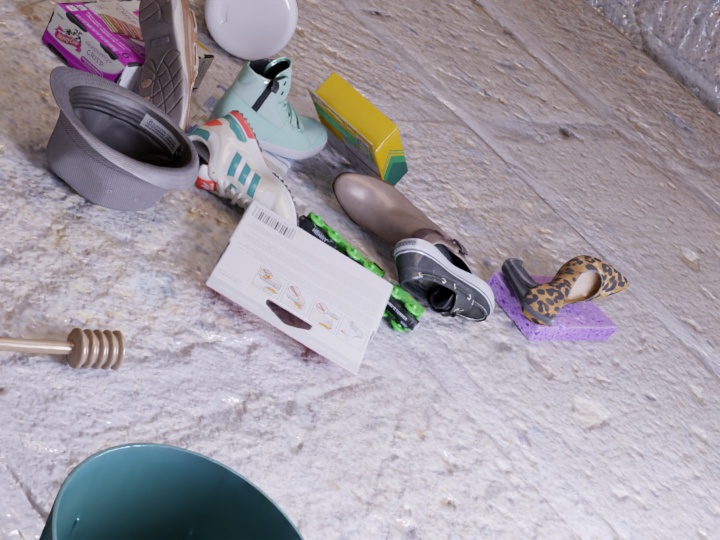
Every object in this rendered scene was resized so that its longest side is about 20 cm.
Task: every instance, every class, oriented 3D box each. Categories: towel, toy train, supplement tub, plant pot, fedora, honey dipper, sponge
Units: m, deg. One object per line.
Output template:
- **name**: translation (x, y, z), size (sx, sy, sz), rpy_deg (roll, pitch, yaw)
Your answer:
- **towel**: translation (-0.157, -0.174, 1.680), size (0.146, 0.024, 0.201), rpy_deg (34, 29, -7)
- **toy train**: translation (0.000, 0.000, 1.543), size (0.200, 0.042, 0.056), rpy_deg (43, 17, 5)
- **supplement tub**: translation (-0.164, -0.430, 1.954), size (0.144, 0.146, 0.201), rpy_deg (26, 28, -15)
- **plant pot**: translation (-0.147, 0.247, 0.850), size (0.198, 0.162, 0.202), rpy_deg (27, 27, -15)
- **fedora**: translation (-0.279, -0.133, 1.399), size (0.198, 0.091, 0.178), rpy_deg (16, 33, -45)
- **honey dipper**: translation (-0.305, 0.067, 1.114), size (0.198, 0.038, 0.038), rpy_deg (5, 38, -37)
- **sponge**: translation (0.275, 0.052, 1.790), size (0.198, 0.030, 0.112), rpy_deg (3, 41, -46)

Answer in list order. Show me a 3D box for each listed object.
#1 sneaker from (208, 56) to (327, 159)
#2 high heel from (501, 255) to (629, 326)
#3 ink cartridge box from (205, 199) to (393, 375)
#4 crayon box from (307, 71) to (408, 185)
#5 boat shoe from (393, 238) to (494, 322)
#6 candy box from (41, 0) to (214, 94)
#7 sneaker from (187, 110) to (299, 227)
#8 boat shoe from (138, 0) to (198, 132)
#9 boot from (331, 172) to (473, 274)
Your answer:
- **sneaker**: translation (-0.096, -0.219, 1.668), size (0.199, 0.119, 0.074), rpy_deg (4, 41, -48)
- **high heel**: translation (0.300, 0.041, 1.717), size (0.196, 0.072, 0.143), rpy_deg (4, 31, -18)
- **ink cartridge box**: translation (-0.072, 0.028, 1.427), size (0.198, 0.044, 0.174), rpy_deg (31, 39, -5)
- **crayon box**: translation (-0.001, -0.194, 1.745), size (0.126, 0.052, 0.200), rpy_deg (42, -6, 15)
- **boat shoe**: translation (0.104, 0.027, 1.583), size (0.199, 0.068, 0.057), rpy_deg (35, 49, -44)
- **candy box**: translation (-0.305, -0.297, 1.670), size (0.136, 0.061, 0.199), rpy_deg (41, 27, 13)
- **sneaker**: translation (-0.151, -0.102, 1.541), size (0.092, 0.071, 0.202), rpy_deg (-21, 68, -22)
- **boat shoe**: translation (-0.233, -0.258, 1.588), size (0.075, 0.204, 0.071), rpy_deg (-3, -6, 28)
- **boot**: translation (0.064, -0.052, 1.646), size (0.198, 0.071, 0.146), rpy_deg (30, 8, -31)
